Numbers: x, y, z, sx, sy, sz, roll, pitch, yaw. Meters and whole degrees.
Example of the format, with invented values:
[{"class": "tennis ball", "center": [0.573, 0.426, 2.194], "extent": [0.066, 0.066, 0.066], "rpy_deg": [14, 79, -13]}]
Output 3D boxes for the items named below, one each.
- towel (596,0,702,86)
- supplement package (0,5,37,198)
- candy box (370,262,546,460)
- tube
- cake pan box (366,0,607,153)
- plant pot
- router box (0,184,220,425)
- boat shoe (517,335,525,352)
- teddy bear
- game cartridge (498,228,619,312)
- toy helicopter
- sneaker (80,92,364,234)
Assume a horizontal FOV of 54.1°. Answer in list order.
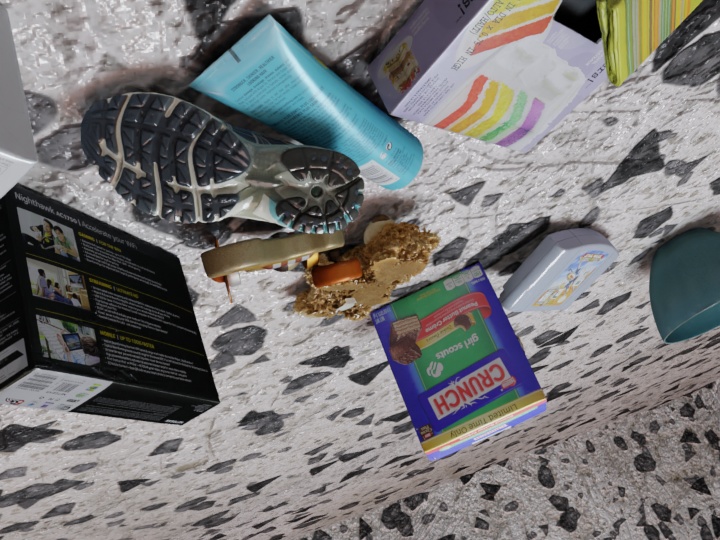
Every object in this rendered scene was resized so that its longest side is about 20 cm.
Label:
[{"class": "towel", "center": [0.235, -0.221, 0.476], "extent": [0.200, 0.018, 0.086], "rpy_deg": [-46, 150, -2]}, {"class": "supplement package", "center": [-0.276, -0.056, 0.351], "extent": [0.199, 0.111, 0.113], "rpy_deg": [-33, 153, 21]}, {"class": "candy box", "center": [0.125, 0.119, 0.924], "extent": [0.167, 0.202, 0.077], "rpy_deg": [-25, 155, 6]}, {"class": "tube", "center": [-0.026, -0.115, 0.526], "extent": [0.077, 0.051, 0.199], "rpy_deg": [-34, 148, 25]}, {"class": "cake pan box", "center": [0.132, -0.181, 0.520], "extent": [0.183, 0.053, 0.200], "rpy_deg": [2, 144, -46]}, {"class": "plant pot", "center": [0.554, 0.012, 1.149], "extent": [0.197, 0.136, 0.201], "rpy_deg": [-19, 155, -9]}, {"class": "router box", "center": [-0.201, 0.035, 0.547], "extent": [0.051, 0.151, 0.200], "rpy_deg": [-29, 154, 14]}, {"class": "boat shoe", "center": [0.263, 0.153, 1.260], "extent": [0.071, 0.076, 0.199], "rpy_deg": [-32, 155, 16]}, {"class": "teddy bear", "center": [0.000, 0.000, 0.765], "extent": [0.143, 0.068, 0.200], "rpy_deg": [-4, 157, -16]}, {"class": "game cartridge", "center": [0.285, 0.001, 0.985], "extent": [0.198, 0.042, 0.133], "rpy_deg": [1, 138, -49]}, {"class": "toy helicopter", "center": [-0.083, -0.014, 0.585], "extent": [0.130, 0.080, 0.200], "rpy_deg": [-13, -179, 14]}, {"class": "sneaker", "center": [-0.100, -0.071, 0.510], "extent": [0.197, 0.086, 0.079], "rpy_deg": [15, 97, -25]}]
